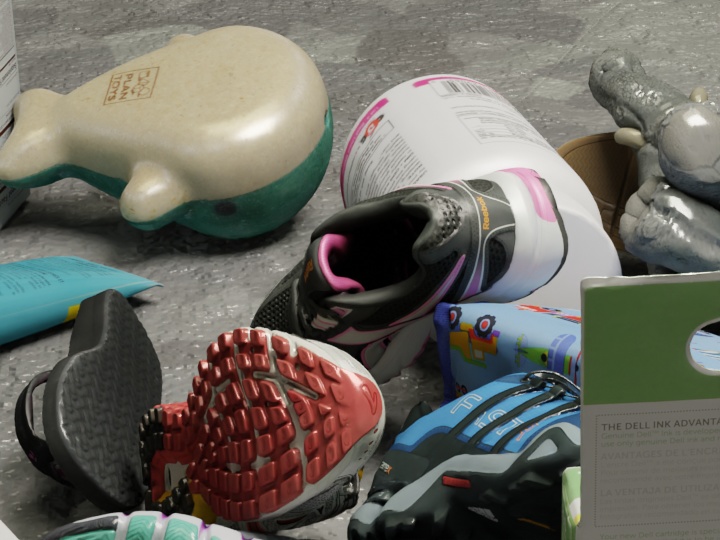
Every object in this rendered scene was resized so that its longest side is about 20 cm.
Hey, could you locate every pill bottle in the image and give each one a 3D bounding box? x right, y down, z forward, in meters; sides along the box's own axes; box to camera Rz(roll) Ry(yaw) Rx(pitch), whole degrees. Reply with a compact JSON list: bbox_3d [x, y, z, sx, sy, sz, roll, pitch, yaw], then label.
[{"bbox_3d":[0.062,-0.023,1.262,0.113,0.114,0.200,-6,22,-11],"label":"pill bottle"}]

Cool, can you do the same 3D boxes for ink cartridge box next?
[{"bbox_3d":[0.146,0.081,0.876,0.145,0.201,0.048,-3,24,-1],"label":"ink cartridge box"}]

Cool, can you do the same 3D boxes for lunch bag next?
[{"bbox_3d":[0.153,0.061,1.098,0.199,0.095,0.150,-9,18,-41],"label":"lunch bag"}]

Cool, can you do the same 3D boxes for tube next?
[{"bbox_3d":[-0.203,0.020,1.278,0.077,0.051,0.200,22,27,38],"label":"tube"}]

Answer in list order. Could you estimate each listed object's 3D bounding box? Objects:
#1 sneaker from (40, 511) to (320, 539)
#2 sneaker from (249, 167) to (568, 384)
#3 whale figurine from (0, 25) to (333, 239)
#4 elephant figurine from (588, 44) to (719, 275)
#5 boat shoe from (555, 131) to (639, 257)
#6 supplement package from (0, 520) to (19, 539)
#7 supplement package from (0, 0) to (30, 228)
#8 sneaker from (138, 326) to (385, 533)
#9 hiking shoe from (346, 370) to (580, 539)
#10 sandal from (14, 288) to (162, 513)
[{"bbox_3d":[-0.032,0.138,0.960,0.199,0.075,0.088,7,0,15],"label":"sneaker"},{"bbox_3d":[0.000,0.000,1.135,0.086,0.081,0.200,1,-26,-40],"label":"sneaker"},{"bbox_3d":[-0.112,-0.071,1.421,0.199,0.104,0.160,-5,43,13],"label":"whale figurine"},{"bbox_3d":[0.191,-0.036,1.243,0.141,0.156,0.200,11,0,-7],"label":"elephant figurine"},{"bbox_3d":[0.202,-0.034,1.344,0.199,0.073,0.065,6,-7,7],"label":"boat shoe"},{"bbox_3d":[-0.195,0.138,0.871,0.121,0.120,0.200,-14,24,-26],"label":"supplement package"},{"bbox_3d":[-0.312,-0.114,1.409,0.190,0.201,0.147,1,22,10],"label":"supplement package"},{"bbox_3d":[-0.031,0.068,1.008,0.082,0.078,0.200,-3,-10,-22],"label":"sneaker"},{"bbox_3d":[0.080,0.070,0.970,0.199,0.074,0.087,-14,44,35],"label":"hiking shoe"},{"bbox_3d":[-0.130,0.068,1.133,0.048,0.076,0.201,-26,12,8],"label":"sandal"}]
